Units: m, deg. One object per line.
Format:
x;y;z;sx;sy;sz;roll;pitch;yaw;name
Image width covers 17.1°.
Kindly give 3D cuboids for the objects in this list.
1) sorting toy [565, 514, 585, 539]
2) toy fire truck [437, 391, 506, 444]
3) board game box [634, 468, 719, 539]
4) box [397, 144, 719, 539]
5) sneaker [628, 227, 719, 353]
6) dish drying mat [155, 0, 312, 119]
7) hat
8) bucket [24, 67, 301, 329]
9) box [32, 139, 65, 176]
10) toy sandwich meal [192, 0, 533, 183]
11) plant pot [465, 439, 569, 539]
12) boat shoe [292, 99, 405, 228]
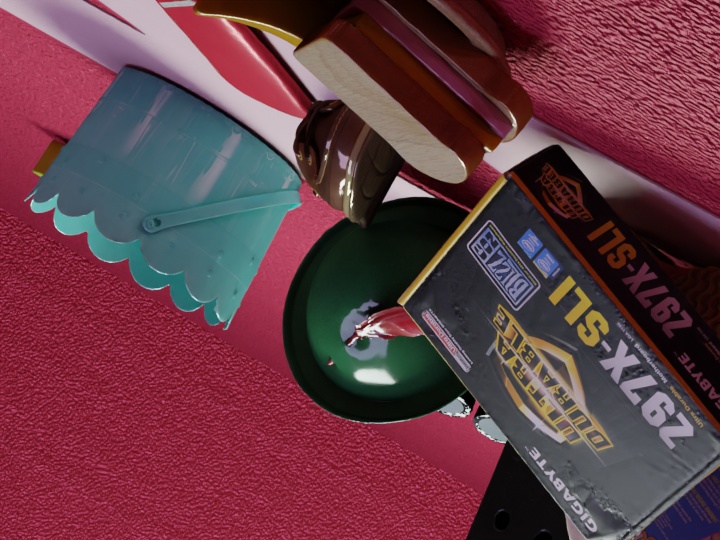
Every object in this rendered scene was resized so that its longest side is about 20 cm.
0.207;0.125;1.672;0.199;0.107;0.180;-13;-152;-33;sorting toy
0.090;0.046;1.807;0.175;0.129;0.200;27;153;-6;toy fire truck
0.203;0.140;1.520;0.200;0.134;0.045;57;180;37;board game box
0.126;0.049;1.377;0.200;0.049;0.160;52;143;9;box
0.188;0.033;1.419;0.200;0.075;0.090;24;164;51;sneaker
-0.089;-0.150;1.562;0.077;0.018;0.200;27;171;24;dish drying mat
0.000;0.000;1.589;0.199;0.167;0.176;-7;159;25;hat
-0.154;-0.060;1.938;0.207;0.135;0.207;32;173;4;bucket
-0.249;-0.073;2.547;0.122;0.048;0.200;37;170;-39;box
-0.006;-0.122;1.222;0.205;0.070;0.205;31;172;5;toy sandwich meal
0.185;0.215;1.795;0.200;0.200;0.177;25;-178;43;plant pot
-0.013;-0.074;1.538;0.067;0.072;0.200;29;175;4;boat shoe
